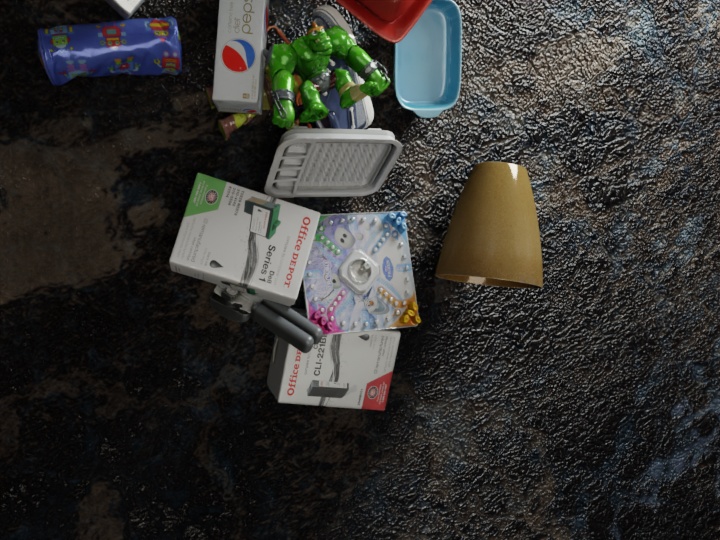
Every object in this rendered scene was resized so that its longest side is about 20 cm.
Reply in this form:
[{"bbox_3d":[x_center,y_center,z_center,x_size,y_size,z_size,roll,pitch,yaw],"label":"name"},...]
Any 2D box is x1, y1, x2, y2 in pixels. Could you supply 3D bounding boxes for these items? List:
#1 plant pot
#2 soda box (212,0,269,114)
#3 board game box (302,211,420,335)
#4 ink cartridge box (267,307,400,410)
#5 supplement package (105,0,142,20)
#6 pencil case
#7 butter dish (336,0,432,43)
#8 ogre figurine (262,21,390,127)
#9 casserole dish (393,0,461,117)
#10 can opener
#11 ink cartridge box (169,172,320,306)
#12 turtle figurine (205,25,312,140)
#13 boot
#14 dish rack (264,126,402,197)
[{"bbox_3d":[0.230,-0.079,1.279,0.184,0.186,0.203,8,85,-21],"label":"plant pot"},{"bbox_3d":[-0.173,-0.335,1.081,0.067,0.064,0.203,3,84,-2],"label":"soda box"},{"bbox_3d":[0.000,0.000,1.233,0.198,0.026,0.203,-4,80,-22],"label":"board game box"},{"bbox_3d":[-0.047,0.152,1.267,0.198,0.084,0.146,8,99,-20],"label":"ink cartridge box"},{"bbox_3d":[-0.358,-0.455,0.997,0.200,0.109,0.114,42,87,-23],"label":"supplement package"},{"bbox_3d":[-0.351,-0.311,1.051,0.198,0.087,0.079,-11,76,-17],"label":"pencil case"},{"bbox_3d":[0.041,-0.484,1.099,0.199,0.148,0.201,37,89,-6],"label":"butter dish"},{"bbox_3d":[-0.061,-0.288,1.078,0.199,0.098,0.121,-29,87,-9],"label":"ogre figurine"},{"bbox_3d":[0.107,-0.357,1.228,0.120,0.039,0.203,-5,103,-18],"label":"casserole dish"},{"bbox_3d":[-0.151,0.071,1.183,0.053,0.199,0.067,-42,152,-46],"label":"can opener"},{"bbox_3d":[-0.174,-0.044,1.134,0.198,0.084,0.148,17,78,-9],"label":"ink cartridge box"},{"bbox_3d":[-0.147,-0.261,1.144,0.160,0.064,0.202,-25,110,-13],"label":"turtle figurine"},{"bbox_3d":[-0.047,-0.303,1.154,0.090,0.072,0.202,-36,114,-34],"label":"boot"},{"bbox_3d":[-0.047,-0.174,1.166,0.198,0.172,0.044,-2,65,-19],"label":"dish rack"}]
